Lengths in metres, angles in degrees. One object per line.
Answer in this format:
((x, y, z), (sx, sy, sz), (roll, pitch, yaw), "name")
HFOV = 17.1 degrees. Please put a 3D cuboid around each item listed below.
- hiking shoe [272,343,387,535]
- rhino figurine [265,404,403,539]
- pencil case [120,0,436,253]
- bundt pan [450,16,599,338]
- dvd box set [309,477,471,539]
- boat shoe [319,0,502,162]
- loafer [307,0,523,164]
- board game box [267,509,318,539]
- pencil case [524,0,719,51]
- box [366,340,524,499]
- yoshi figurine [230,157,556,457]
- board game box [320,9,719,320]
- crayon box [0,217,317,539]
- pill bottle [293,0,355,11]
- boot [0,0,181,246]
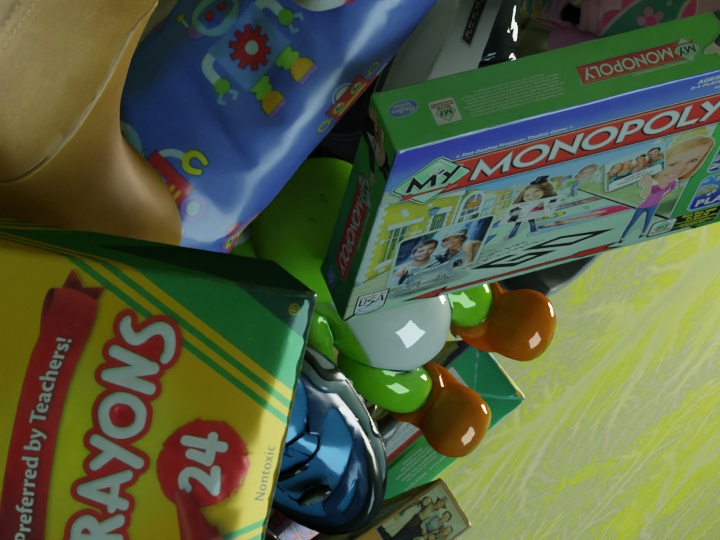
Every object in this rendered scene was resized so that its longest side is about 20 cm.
((-0.066, 0.053, 0.992), (0.074, 0.200, 0.087), (-33, -156, 27), "hiking shoe")
((-0.065, 0.100, 1.179), (0.199, 0.088, 0.060), (-24, 131, 13), "rhino figurine")
((-0.032, -0.094, 0.922), (0.200, 0.087, 0.078), (-49, 172, 9), "pencil case")
((0.093, -0.063, 1.246), (0.202, 0.076, 0.202), (-40, 160, -17), "bundt pan")
((-0.058, 0.167, 1.066), (0.199, 0.030, 0.146), (-32, 180, -29), "dvd box set")
((0.029, -0.135, 0.983), (0.201, 0.066, 0.070), (-69, 158, -3), "boat shoe")
((0.046, -0.098, 1.090), (0.068, 0.070, 0.201), (-23, 151, -51), "loafer")
((-0.111, 0.158, 1.222), (0.200, 0.120, 0.032), (-42, 124, -8), "board game box")
((0.122, -0.182, 0.964), (0.087, 0.087, 0.201), (-17, 125, -52), "pencil case")
((0.008, 0.090, 1.337), (0.117, 0.048, 0.200), (-40, -175, -14), "box")
((0.005, 0.008, 1.067), (0.112, 0.113, 0.200), (-27, 134, 32), "yoshi figurine")
((0.089, -0.046, 0.963), (0.199, 0.029, 0.135), (-15, 155, -17), "board game box")
((-0.124, 0.049, 0.785), (0.198, 0.051, 0.128), (8, 101, -21), "crayon box")
((0.053, -0.173, 0.818), (0.199, 0.114, 0.114), (-21, 155, -10), "pill bottle")
((-0.089, -0.078, 0.795), (0.144, 0.071, 0.201), (-41, 141, 20), "boot")
